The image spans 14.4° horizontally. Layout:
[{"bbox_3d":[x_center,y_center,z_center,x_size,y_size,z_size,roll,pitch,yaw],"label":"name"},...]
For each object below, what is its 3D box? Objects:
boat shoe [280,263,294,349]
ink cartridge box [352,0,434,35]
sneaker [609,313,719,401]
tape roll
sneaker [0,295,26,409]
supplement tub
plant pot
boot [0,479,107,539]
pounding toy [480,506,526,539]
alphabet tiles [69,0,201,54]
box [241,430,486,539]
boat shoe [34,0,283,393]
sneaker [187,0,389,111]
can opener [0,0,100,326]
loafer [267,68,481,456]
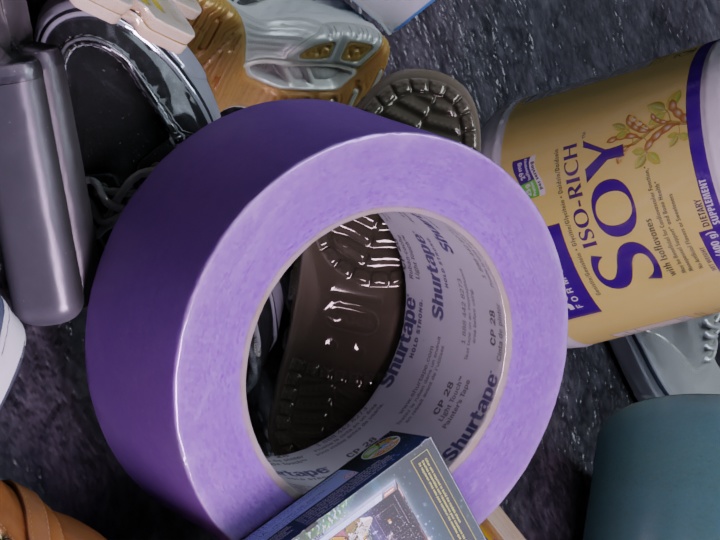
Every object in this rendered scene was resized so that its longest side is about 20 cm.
[{"bbox_3d":[-0.009,0.029,1.413,0.068,0.072,0.200,-24,105,-28],"label":"boat shoe"},{"bbox_3d":[-0.002,-0.254,1.398,0.145,0.147,0.200,37,19,-48],"label":"ink cartridge box"},{"bbox_3d":[0.192,0.029,1.750,0.200,0.071,0.073,53,35,-33],"label":"sneaker"},{"bbox_3d":[-0.013,0.030,1.241,0.200,0.085,0.200,-9,107,-30],"label":"tape roll"},{"bbox_3d":[-0.192,0.037,1.054,0.203,0.077,0.146,-86,158,-49],"label":"sneaker"},{"bbox_3d":[0.149,-0.038,1.575,0.145,0.200,0.146,35,47,-49],"label":"supplement tub"},{"bbox_3d":[0.211,0.187,1.596,0.201,0.200,0.161,45,53,-42],"label":"plant pot"},{"bbox_3d":[-0.124,0.179,1.116,0.155,0.077,0.200,48,36,-41],"label":"boot"},{"bbox_3d":[0.044,0.216,1.328,0.184,0.142,0.200,52,36,-34],"label":"pounding toy"},{"bbox_3d":[-0.144,-0.174,1.214,0.200,0.015,0.196,54,17,28],"label":"alphabet tiles"},{"bbox_3d":[0.015,0.188,1.200,0.136,0.038,0.200,-35,106,-24],"label":"box"},{"bbox_3d":[-0.093,-0.031,1.279,0.068,0.073,0.200,-81,154,-61],"label":"boat shoe"},{"bbox_3d":[-0.081,-0.118,1.362,0.200,0.076,0.088,8,34,-47],"label":"sneaker"},{"bbox_3d":[-0.161,-0.075,1.216,0.053,0.067,0.200,-45,128,-70],"label":"can opener"},{"bbox_3d":[0.000,0.000,1.346,0.068,0.076,0.200,-155,-96,-82],"label":"loafer"}]
